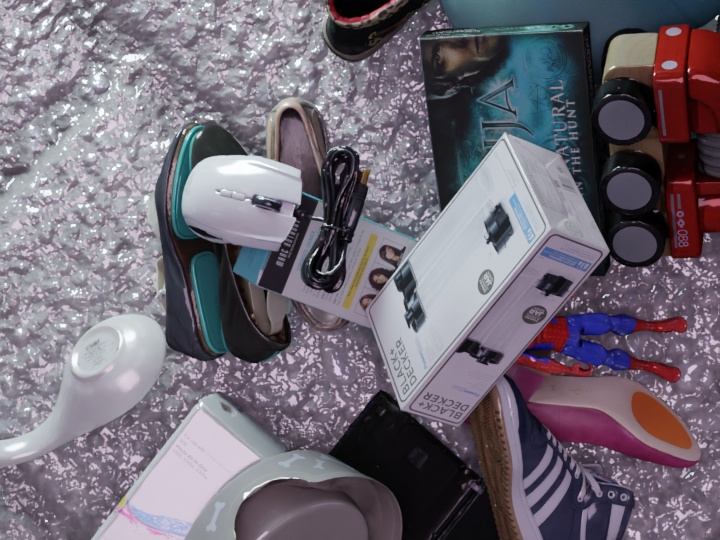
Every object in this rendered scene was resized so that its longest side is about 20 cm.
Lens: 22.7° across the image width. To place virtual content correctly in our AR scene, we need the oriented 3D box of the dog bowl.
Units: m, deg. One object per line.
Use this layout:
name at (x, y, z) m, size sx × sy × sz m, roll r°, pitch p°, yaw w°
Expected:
dog bowl at (-0.062, 0.231, 1.424) m, size 0.201 × 0.200 × 0.059 m, roll -52°, pitch 49°, yaw 1°

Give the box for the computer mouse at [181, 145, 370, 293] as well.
computer mouse at (-0.080, -0.050, 1.386) m, size 0.199 × 0.044 × 0.111 m, roll 10°, pitch 84°, yaw 42°

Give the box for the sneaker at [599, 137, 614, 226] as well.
sneaker at (0.187, -0.023, 1.497) m, size 0.113 × 0.076 × 0.201 m, roll 22°, pitch 86°, yaw 9°

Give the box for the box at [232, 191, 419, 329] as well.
box at (0.000, 0.000, 1.469) m, size 0.199 × 0.049 × 0.083 m, roll 22°, pitch 91°, yaw -31°

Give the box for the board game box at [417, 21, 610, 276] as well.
board game box at (0.122, -0.092, 1.414) m, size 0.134 × 0.028 × 0.202 m, roll 0°, pitch 112°, yaw 21°

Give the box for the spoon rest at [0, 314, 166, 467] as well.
spoon rest at (-0.248, 0.107, 1.524) m, size 0.199 × 0.061 × 0.100 m, roll -30°, pitch 45°, yaw 6°

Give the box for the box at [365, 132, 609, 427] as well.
box at (0.093, 0.010, 1.378) m, size 0.060 × 0.117 × 0.200 m, roll 17°, pitch 126°, yaw -33°

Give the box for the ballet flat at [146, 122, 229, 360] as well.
ballet flat at (-0.151, -0.023, 1.521) m, size 0.072 × 0.073 × 0.202 m, roll -6°, pitch 95°, yaw 3°

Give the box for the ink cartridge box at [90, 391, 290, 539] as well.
ink cartridge box at (-0.154, 0.205, 1.479) m, size 0.087 × 0.145 × 0.201 m, roll 36°, pitch 91°, yaw 2°

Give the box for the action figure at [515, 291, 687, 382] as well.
action figure at (0.188, 0.054, 1.446) m, size 0.198 × 0.099 × 0.066 m, roll 8°, pitch 88°, yaw -24°

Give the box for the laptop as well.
laptop at (0.047, 0.239, 1.537) m, size 0.200 × 0.103 × 0.178 m, roll 39°, pitch 91°, yaw 28°

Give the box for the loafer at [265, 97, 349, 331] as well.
loafer at (-0.047, -0.047, 1.515) m, size 0.071 × 0.063 × 0.202 m, roll -10°, pitch 89°, yaw 4°

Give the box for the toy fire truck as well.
toy fire truck at (0.280, -0.085, 1.348) m, size 0.198 × 0.129 × 0.177 m, roll -1°, pitch 127°, yaw 16°

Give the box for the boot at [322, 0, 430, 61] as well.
boot at (0.040, -0.261, 1.468) m, size 0.200 × 0.151 × 0.073 m, roll -45°, pitch 88°, yaw 2°

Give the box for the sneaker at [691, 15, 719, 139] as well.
sneaker at (0.300, -0.121, 1.467) m, size 0.083 × 0.120 × 0.202 m, roll -9°, pitch 90°, yaw 45°

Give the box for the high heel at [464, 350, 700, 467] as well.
high heel at (0.185, 0.134, 1.517) m, size 0.198 × 0.068 × 0.096 m, roll 23°, pitch 130°, yaw -13°

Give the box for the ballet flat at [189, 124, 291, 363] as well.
ballet flat at (-0.089, -0.023, 1.488) m, size 0.068 × 0.068 × 0.202 m, roll -2°, pitch 103°, yaw 44°

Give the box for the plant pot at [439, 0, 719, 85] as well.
plant pot at (0.171, -0.235, 1.448) m, size 0.188 × 0.200 × 0.201 m, roll -38°, pitch 88°, yaw 17°

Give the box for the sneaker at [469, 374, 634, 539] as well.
sneaker at (0.158, 0.157, 1.459) m, size 0.108 × 0.070 × 0.202 m, roll -20°, pitch 115°, yaw -14°
